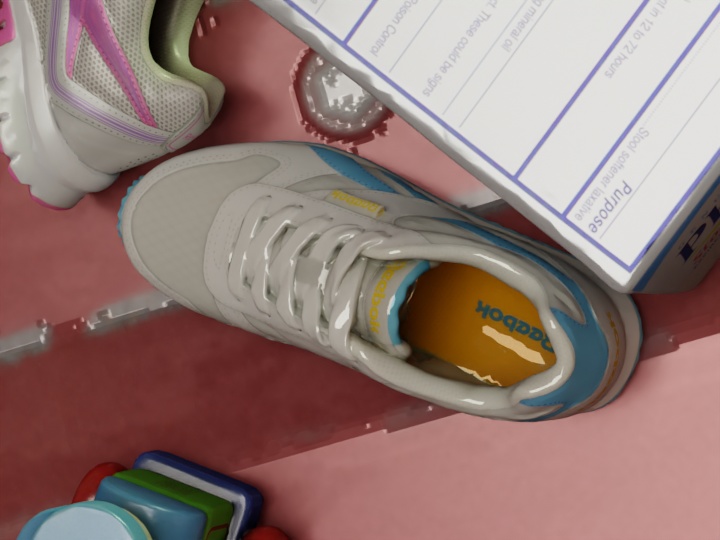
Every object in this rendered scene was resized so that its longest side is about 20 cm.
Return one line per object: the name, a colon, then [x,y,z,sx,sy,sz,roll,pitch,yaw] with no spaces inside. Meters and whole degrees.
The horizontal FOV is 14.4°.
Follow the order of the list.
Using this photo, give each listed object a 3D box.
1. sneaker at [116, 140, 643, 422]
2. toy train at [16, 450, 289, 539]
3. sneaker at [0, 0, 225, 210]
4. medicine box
sneaker: [0.000,0.000,1.029,0.200,0.081,0.077,16,96,18]
toy train: [-0.103,0.169,1.042,0.085,0.116,0.200,20,96,17]
sneaker: [-0.099,-0.128,1.065,0.088,0.081,0.200,-12,95,16]
medicine box: [0.082,-0.120,0.991,0.200,0.103,0.182,39,101,13]
